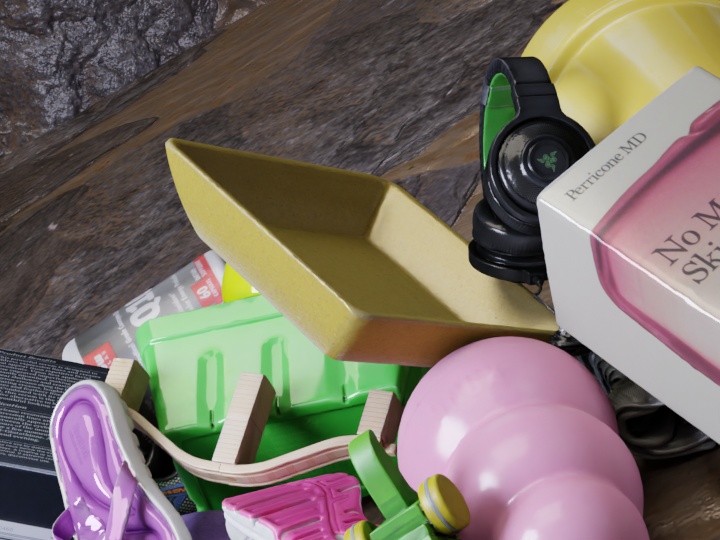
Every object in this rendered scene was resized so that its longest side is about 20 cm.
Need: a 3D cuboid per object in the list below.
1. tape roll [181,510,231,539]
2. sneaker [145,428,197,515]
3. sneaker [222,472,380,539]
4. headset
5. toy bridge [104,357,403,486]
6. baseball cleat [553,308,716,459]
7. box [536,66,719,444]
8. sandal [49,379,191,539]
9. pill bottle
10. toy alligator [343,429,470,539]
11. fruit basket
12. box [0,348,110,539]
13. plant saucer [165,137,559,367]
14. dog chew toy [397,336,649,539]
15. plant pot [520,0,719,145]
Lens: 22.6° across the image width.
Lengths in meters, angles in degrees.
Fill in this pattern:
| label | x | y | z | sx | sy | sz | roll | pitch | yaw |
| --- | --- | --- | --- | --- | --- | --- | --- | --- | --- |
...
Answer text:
| label | x | y | z | sx | sy | sz | roll | pitch | yaw |
| --- | --- | --- | --- | --- | --- | --- | --- | --- | --- |
| tape roll | -0.134 | 0.235 | 1.099 | 0.199 | 0.066 | 0.200 | -28 | 18 | 10 |
| sneaker | -0.103 | 0.127 | 1.307 | 0.075 | 0.079 | 0.200 | -8 | 30 | 50 |
| sneaker | -0.019 | 0.174 | 1.005 | 0.081 | 0.089 | 0.200 | -10 | 17 | -23 |
| headset | 0.115 | -0.037 | 1.069 | 0.093 | 0.124 | 0.201 | -3 | 54 | -8 |
| toy bridge | -0.070 | 0.097 | 1.099 | 0.199 | 0.027 | 0.068 | 6 | 61 | 23 |
| baseball cleat | 0.159 | 0.058 | 1.068 | 0.106 | 0.070 | 0.200 | -42 | 19 | -28 |
| box | 0.205 | 0.008 | 0.919 | 0.128 | 0.109 | 0.200 | -39 | 52 | -18 |
| sandal | -0.154 | 0.145 | 1.057 | 0.083 | 0.050 | 0.203 | -52 | 43 | 19 |
| pill bottle | -0.172 | 0.082 | 1.482 | 0.199 | 0.114 | 0.114 | -33 | 18 | -3 |
| toy alligator | 0.048 | 0.168 | 0.881 | 0.059 | 0.201 | 0.054 | -36 | -26 | 18 |
| fruit basket | -0.043 | 0.050 | 1.217 | 0.214 | 0.156 | 0.216 | -12 | 38 | 10 |
| box | -0.237 | 0.163 | 1.276 | 0.106 | 0.149 | 0.200 | 11 | 17 | -7 |
| plant saucer | 0.000 | 0.000 | 1.070 | 0.200 | 0.199 | 0.049 | 41 | 113 | 39 |
| dog chew toy | 0.092 | 0.117 | 0.954 | 0.124 | 0.125 | 0.200 | -31 | 26 | 2 |
| plant pot | 0.203 | -0.072 | 1.125 | 0.200 | 0.201 | 0.189 | -31 | 19 | 4 |
